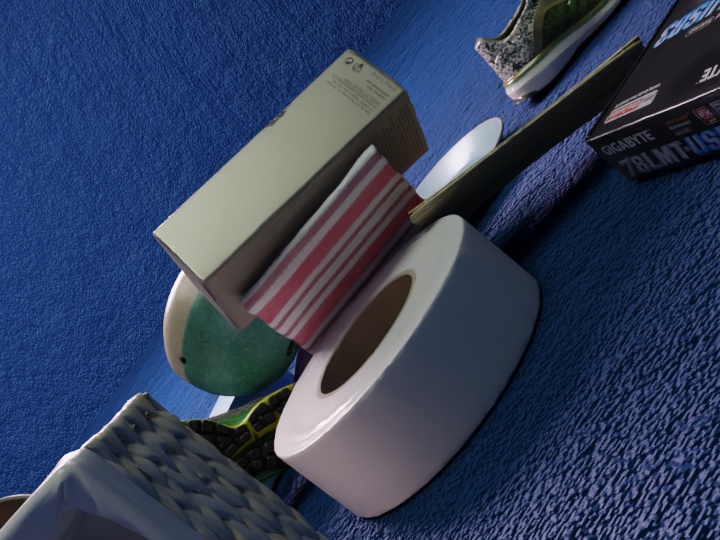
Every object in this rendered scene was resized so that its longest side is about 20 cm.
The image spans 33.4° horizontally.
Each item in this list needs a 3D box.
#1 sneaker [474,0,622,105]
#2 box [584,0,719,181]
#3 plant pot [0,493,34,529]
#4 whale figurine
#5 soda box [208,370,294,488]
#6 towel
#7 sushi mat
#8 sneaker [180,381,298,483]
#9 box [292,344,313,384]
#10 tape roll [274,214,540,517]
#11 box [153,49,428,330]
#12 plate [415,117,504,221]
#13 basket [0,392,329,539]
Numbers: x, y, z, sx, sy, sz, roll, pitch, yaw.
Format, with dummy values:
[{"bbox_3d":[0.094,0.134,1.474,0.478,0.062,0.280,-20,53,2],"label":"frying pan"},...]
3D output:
[{"bbox_3d":[0.183,-0.253,1.112,0.200,0.088,0.077,-51,11,7],"label":"sneaker"},{"bbox_3d":[0.238,-0.155,0.691,0.199,0.050,0.200,-54,10,-15],"label":"box"},{"bbox_3d":[-0.196,0.260,0.878,0.201,0.201,0.134,-48,-24,18],"label":"plant pot"},{"bbox_3d":[-0.078,0.025,1.029,0.200,0.103,0.160,-43,-34,-40],"label":"whale figurine"},{"bbox_3d":[-0.109,0.165,1.045,0.064,0.068,0.201,-46,13,37],"label":"soda box"},{"bbox_3d":[0.000,0.000,0.908,0.147,0.030,0.200,-50,-32,0],"label":"towel"},{"bbox_3d":[0.122,-0.091,0.852,0.199,0.012,0.096,-38,-15,11],"label":"sushi mat"},{"bbox_3d":[-0.102,0.148,0.948,0.198,0.079,0.085,-17,-6,-11],"label":"sneaker"},{"bbox_3d":[-0.016,0.001,1.015,0.137,0.039,0.201,-73,-6,-52],"label":"box"},{"bbox_3d":[0.029,0.062,0.804,0.203,0.071,0.203,-50,11,14],"label":"tape roll"},{"bbox_3d":[-0.047,-0.059,0.870,0.200,0.068,0.082,-43,-32,-10],"label":"box"},{"bbox_3d":[0.073,-0.056,1.110,0.201,0.026,0.200,-51,10,13],"label":"plate"},{"bbox_3d":[-0.094,0.180,0.620,0.136,0.200,0.123,-48,5,15],"label":"basket"}]
